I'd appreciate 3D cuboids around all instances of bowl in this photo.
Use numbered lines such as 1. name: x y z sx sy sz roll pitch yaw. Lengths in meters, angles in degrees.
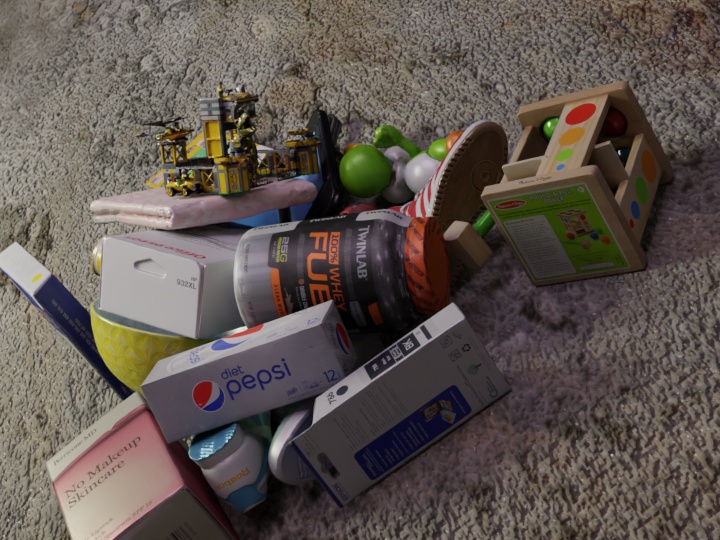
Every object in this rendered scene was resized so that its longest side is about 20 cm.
1. bowl: -0.199 0.097 1.580 0.198 0.109 0.200 7 13 -2

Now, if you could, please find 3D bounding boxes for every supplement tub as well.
1. supplement tub: -0.017 0.006 1.447 0.198 0.123 0.123 -8 39 18

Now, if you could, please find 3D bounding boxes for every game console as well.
1. game console: -0.114 -0.092 1.744 0.177 0.115 0.201 -60 25 31

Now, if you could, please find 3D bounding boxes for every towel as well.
1. towel: -0.181 -0.078 1.653 0.199 0.033 0.190 -15 14 -38

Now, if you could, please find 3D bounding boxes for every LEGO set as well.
1. LEGO set: -0.143 -0.156 1.639 0.153 0.117 0.199 4 14 42

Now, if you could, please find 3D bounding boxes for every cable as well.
1. cable: -0.037 -0.139 1.851 0.097 0.050 0.200 -54 16 10

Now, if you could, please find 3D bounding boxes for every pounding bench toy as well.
1. pounding bench toy: 0.190 -0.086 1.454 0.199 0.125 0.157 -10 39 36

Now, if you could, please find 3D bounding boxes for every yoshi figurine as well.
1. yoshi figurine: 0.051 -0.109 1.644 0.199 0.112 0.113 2 53 49

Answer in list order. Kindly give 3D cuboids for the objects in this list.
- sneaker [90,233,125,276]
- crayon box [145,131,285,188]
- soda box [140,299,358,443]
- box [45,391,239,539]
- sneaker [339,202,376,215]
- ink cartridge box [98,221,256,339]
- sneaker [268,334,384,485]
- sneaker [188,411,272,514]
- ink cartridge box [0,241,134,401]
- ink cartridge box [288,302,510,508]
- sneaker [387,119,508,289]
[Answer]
1. sneaker: -0.228 -0.009 1.763 0.090 0.076 0.199 28 28 36
2. crayon box: -0.193 -0.121 1.946 0.126 0.052 0.200 -45 33 -15
3. soda box: -0.107 0.098 1.391 0.198 0.069 0.064 -20 15 17
4. box: -0.218 0.234 1.433 0.128 0.109 0.200 -38 31 -4
5. sneaker: 0.000 0.000 1.576 0.097 0.071 0.201 -13 39 32
6. ink cartridge box: -0.164 0.005 1.562 0.144 0.085 0.199 14 15 32
7. sneaker: -0.065 0.138 1.445 0.117 0.074 0.201 -2 34 33
8. sneaker: -0.121 0.176 1.457 0.076 0.081 0.200 -30 12 12
9. ink cartridge box: -0.325 0.069 1.677 0.047 0.198 0.200 -43 33 -13
10. ink cartridge box: 0.033 0.126 1.345 0.199 0.100 0.039 -35 30 -1
11. sneaker: 0.085 -0.075 1.534 0.201 0.071 0.113 -67 24 12
